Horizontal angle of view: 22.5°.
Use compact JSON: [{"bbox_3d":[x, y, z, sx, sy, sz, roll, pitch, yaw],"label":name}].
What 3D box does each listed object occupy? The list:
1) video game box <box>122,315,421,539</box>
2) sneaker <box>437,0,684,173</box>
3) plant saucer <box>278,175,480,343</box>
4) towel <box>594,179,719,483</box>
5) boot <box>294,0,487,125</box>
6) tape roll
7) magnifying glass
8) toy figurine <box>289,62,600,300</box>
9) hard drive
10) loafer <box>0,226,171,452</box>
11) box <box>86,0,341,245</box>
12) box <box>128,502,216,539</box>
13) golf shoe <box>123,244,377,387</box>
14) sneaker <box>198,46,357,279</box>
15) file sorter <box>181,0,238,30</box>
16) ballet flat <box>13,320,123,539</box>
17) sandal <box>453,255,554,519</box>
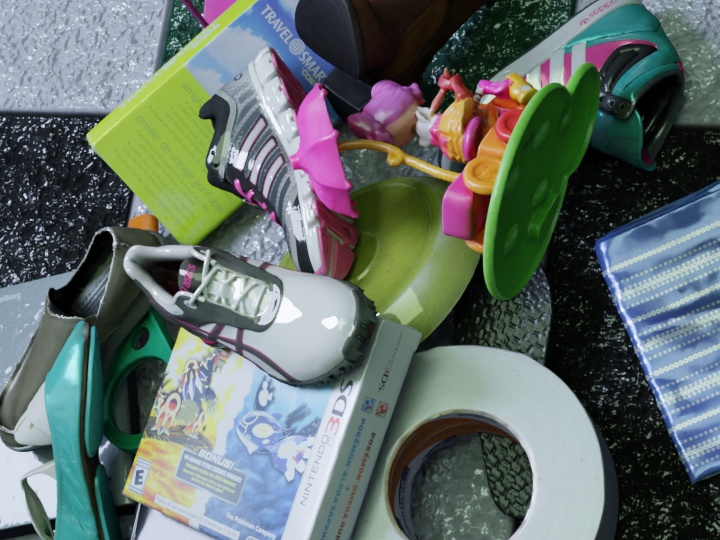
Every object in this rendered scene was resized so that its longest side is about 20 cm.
[{"bbox_3d":[-0.066,0.103,1.270,0.200,0.047,0.183,15,82,45],"label":"video game box"},{"bbox_3d":[0.164,-0.108,1.353,0.200,0.084,0.121,-40,55,0],"label":"sneaker"},{"bbox_3d":[0.000,0.000,1.339,0.200,0.031,0.200,-27,36,21],"label":"plant saucer"},{"bbox_3d":[0.265,0.035,1.299,0.144,0.024,0.200,-24,66,10],"label":"towel"},{"bbox_3d":[0.049,-0.214,1.349,0.068,0.188,0.200,37,77,29],"label":"boot"},{"bbox_3d":[0.075,0.154,1.250,0.200,0.066,0.201,-5,71,14],"label":"tape roll"},{"bbox_3d":[-0.167,0.047,1.401,0.079,0.022,0.201,-19,59,25],"label":"magnifying glass"},{"bbox_3d":[0.048,-0.092,1.263,0.184,0.150,0.200,17,48,21],"label":"toy figurine"},{"bbox_3d":[-0.245,0.103,1.439,0.139,0.033,0.201,-13,68,14],"label":"hard drive"},{"bbox_3d":[-0.224,0.045,1.382,0.075,0.070,0.200,31,88,42],"label":"loafer"},{"bbox_3d":[-0.101,-0.125,1.423,0.200,0.122,0.048,-41,24,1],"label":"box"},{"bbox_3d":[-0.067,0.179,1.345,0.199,0.049,0.162,5,71,19],"label":"box"},{"bbox_3d":[-0.078,0.026,1.221,0.200,0.088,0.077,11,77,43],"label":"golf shoe"},{"bbox_3d":[-0.067,-0.066,1.346,0.087,0.074,0.200,-27,64,16],"label":"sneaker"},{"bbox_3d":[-0.049,-0.277,1.453,0.199,0.125,0.139,-3,71,17],"label":"file sorter"},{"bbox_3d":[-0.219,0.138,1.337,0.070,0.067,0.201,-4,102,1],"label":"ballet flat"},{"bbox_3d":[0.111,0.081,1.327,0.075,0.048,0.201,-6,83,15],"label":"sandal"}]
